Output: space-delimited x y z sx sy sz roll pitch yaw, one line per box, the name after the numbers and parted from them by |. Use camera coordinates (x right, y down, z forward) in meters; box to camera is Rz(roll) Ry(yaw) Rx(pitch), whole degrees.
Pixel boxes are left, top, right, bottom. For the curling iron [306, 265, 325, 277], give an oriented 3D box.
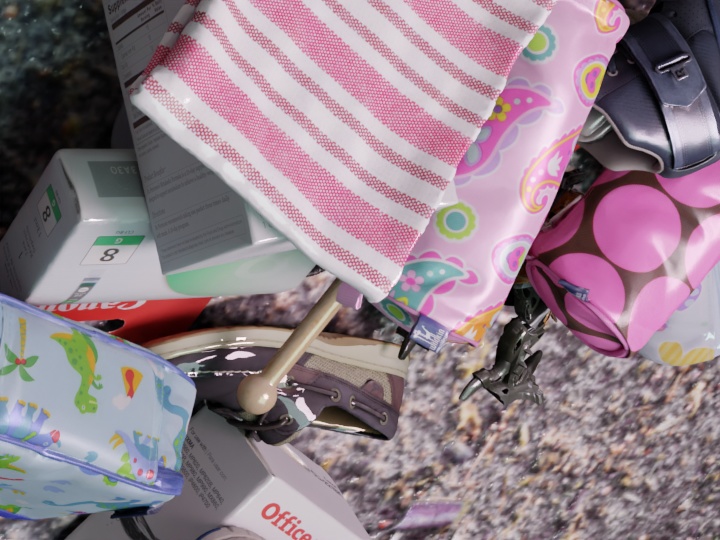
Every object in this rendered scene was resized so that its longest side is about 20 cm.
0.005 -0.067 1.115 0.049 0.026 0.200 1 136 -40 | curling iron

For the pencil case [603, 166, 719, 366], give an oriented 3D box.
0.199 -0.029 1.324 0.083 0.091 0.201 -27 136 -15 | pencil case

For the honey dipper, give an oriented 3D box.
0.000 0.000 1.137 0.038 0.038 0.200 28 102 -47 | honey dipper

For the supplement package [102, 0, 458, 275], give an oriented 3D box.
-0.047 -0.111 0.976 0.113 0.109 0.201 -13 88 -29 | supplement package

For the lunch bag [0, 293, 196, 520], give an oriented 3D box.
-0.196 0.072 1.076 0.200 0.160 0.083 27 63 -47 | lunch bag

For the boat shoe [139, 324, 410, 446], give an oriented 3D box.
-0.048 0.070 1.230 0.199 0.065 0.072 6 165 -44 | boat shoe

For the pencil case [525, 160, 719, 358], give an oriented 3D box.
0.181 -0.048 1.186 0.200 0.094 0.091 -46 176 -9 | pencil case

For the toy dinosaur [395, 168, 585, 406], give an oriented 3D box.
0.082 -0.001 1.252 0.199 0.102 0.136 1 124 -45 | toy dinosaur

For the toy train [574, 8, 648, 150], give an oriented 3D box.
0.077 -0.120 1.171 0.200 0.085 0.116 -47 125 6 | toy train

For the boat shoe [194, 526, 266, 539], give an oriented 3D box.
-0.028 0.214 1.252 0.199 0.072 0.072 22 110 -47 | boat shoe

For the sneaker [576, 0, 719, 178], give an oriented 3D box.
0.158 -0.148 1.133 0.145 0.203 0.077 -21 165 -3 | sneaker

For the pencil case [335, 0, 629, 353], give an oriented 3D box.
0.062 -0.059 1.062 0.087 0.087 0.201 26 90 -46 | pencil case

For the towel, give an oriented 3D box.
0.002 -0.107 0.922 0.146 0.030 0.201 38 67 -18 | towel

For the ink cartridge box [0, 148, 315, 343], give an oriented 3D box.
-0.117 0.008 1.098 0.160 0.050 0.200 -3 148 -34 | ink cartridge box

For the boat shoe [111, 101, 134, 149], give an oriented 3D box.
-0.040 -0.108 1.094 0.199 0.074 0.068 -41 159 10 | boat shoe

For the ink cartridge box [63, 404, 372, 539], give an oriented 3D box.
-0.104 0.194 1.297 0.200 0.084 0.144 -45 139 3 | ink cartridge box
